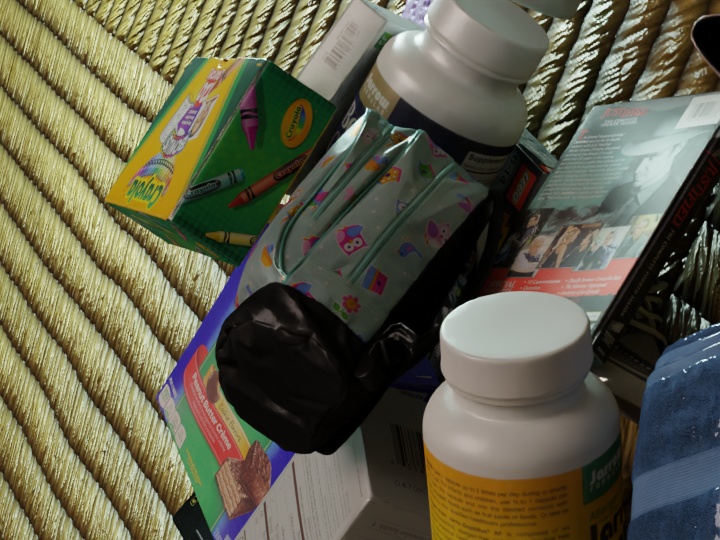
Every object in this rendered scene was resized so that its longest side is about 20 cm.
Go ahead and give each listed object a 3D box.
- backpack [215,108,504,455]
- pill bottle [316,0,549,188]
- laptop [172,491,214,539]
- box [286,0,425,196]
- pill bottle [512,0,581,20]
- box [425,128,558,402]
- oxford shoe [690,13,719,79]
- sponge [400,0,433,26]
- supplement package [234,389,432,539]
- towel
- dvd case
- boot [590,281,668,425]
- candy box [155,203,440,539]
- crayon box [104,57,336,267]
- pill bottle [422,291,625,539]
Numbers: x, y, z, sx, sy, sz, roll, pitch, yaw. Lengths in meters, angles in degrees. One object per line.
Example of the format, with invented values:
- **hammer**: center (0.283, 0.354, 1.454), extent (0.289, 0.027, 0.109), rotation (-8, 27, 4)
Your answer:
- **backpack**: center (0.000, 0.000, 1.510), extent (0.200, 0.126, 0.167), rotation (-53, 4, -28)
- **pill bottle**: center (0.043, -0.090, 1.633), extent (0.201, 0.111, 0.111), rotation (-60, 26, 23)
- **laptop**: center (-0.092, 0.128, 1.864), extent (0.200, 0.103, 0.177), rotation (-49, 26, 3)
- **box**: center (0.007, -0.111, 1.723), extent (0.036, 0.200, 0.145), rotation (41, 101, 24)
- **pill bottle**: center (0.146, -0.280, 1.649), extent (0.201, 0.113, 0.113), rotation (-65, 25, 15)
- **box**: center (0.075, 0.001, 1.685), extent (0.201, 0.040, 0.137), rotation (-65, 26, 14)
- **oxford shoe**: center (0.247, -0.102, 1.348), extent (0.072, 0.073, 0.200), rotation (-68, 24, 6)
- **sponge**: center (0.050, -0.155, 1.867), extent (0.112, 0.030, 0.201), rotation (32, 102, 65)
- **supplement package**: center (0.000, 0.191, 1.612), extent (0.200, 0.116, 0.118), rotation (-56, 28, 31)
- **towel**: center (0.178, 0.126, 1.258), extent (0.111, 0.048, 0.201), rotation (-27, 49, 53)
- **dvd case**: center (0.144, -0.026, 1.469), extent (0.146, 0.022, 0.201), rotation (-4, 49, 55)
- **boot**: center (0.154, 0.029, 1.462), extent (0.091, 0.073, 0.200), rotation (-54, 33, -2)
- **candy box**: center (-0.049, 0.085, 1.707), extent (0.200, 0.077, 0.170), rotation (-55, 43, 30)
- **crayon box**: center (-0.095, -0.074, 1.583), extent (0.119, 0.058, 0.200), rotation (-59, 18, -5)
- **pill bottle**: center (0.093, 0.119, 1.373), extent (0.113, 0.112, 0.201), rotation (-125, 26, -61)
